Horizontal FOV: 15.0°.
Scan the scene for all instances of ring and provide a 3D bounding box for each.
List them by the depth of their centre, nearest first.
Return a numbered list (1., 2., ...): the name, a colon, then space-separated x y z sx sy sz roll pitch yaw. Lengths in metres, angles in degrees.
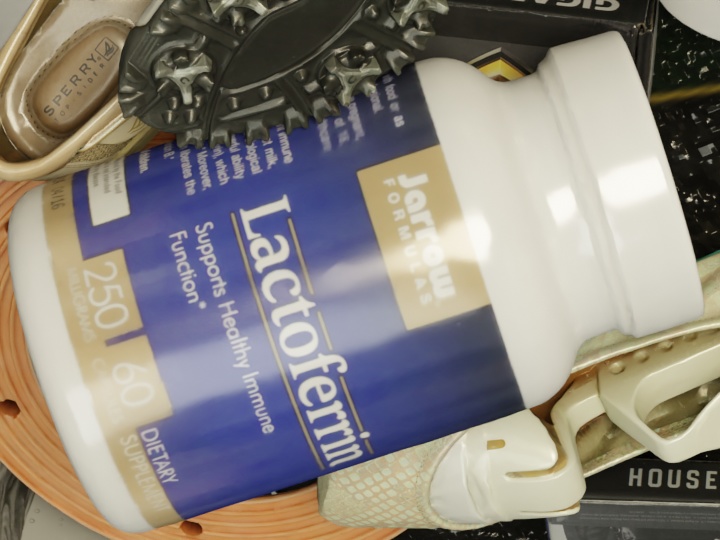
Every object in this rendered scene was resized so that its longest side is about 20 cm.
1. ring: -0.053 0.028 0.974 0.200 0.019 0.201 6 127 8

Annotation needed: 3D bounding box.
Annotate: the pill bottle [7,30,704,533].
1. pill bottle: 0.000 0.000 0.859 0.199 0.116 0.116 -19 123 3

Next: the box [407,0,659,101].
1. box: -0.001 -0.025 0.965 0.199 0.050 0.199 7 127 7

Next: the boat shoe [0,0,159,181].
1. boat shoe: -0.050 -0.107 0.860 0.071 0.065 0.200 36 100 3

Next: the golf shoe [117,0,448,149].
1. golf shoe: -0.002 -0.123 0.812 0.200 0.095 0.078 -44 133 13

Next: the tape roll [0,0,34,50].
1. tape roll: -0.091 -0.148 0.790 0.066 0.200 0.200 33 126 -11

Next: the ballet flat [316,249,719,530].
1. ballet flat: 0.078 0.047 0.928 0.200 0.062 0.068 -26 133 1

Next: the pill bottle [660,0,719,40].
1. pill bottle: 0.131 -0.167 0.793 0.104 0.104 0.200 7 128 6

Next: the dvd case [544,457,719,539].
1. dvd case: 0.151 0.139 1.045 0.150 0.025 0.200 1 142 11

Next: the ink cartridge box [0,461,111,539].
1. ink cartridge box: -0.148 0.153 1.066 0.200 0.147 0.083 27 126 -10
